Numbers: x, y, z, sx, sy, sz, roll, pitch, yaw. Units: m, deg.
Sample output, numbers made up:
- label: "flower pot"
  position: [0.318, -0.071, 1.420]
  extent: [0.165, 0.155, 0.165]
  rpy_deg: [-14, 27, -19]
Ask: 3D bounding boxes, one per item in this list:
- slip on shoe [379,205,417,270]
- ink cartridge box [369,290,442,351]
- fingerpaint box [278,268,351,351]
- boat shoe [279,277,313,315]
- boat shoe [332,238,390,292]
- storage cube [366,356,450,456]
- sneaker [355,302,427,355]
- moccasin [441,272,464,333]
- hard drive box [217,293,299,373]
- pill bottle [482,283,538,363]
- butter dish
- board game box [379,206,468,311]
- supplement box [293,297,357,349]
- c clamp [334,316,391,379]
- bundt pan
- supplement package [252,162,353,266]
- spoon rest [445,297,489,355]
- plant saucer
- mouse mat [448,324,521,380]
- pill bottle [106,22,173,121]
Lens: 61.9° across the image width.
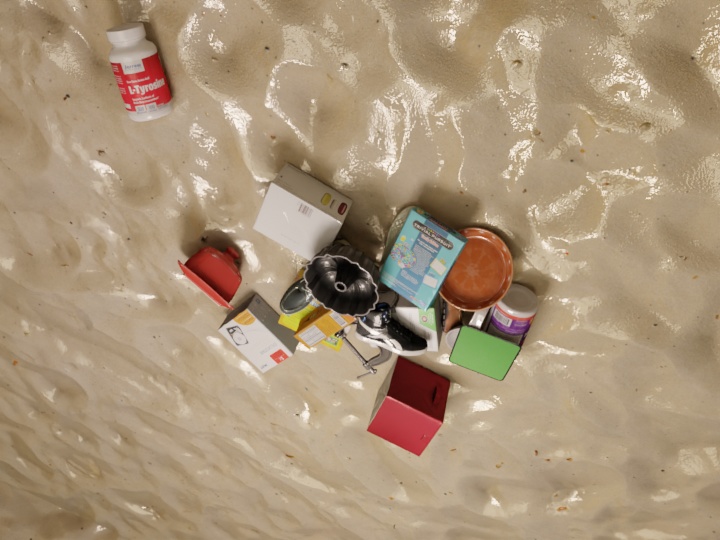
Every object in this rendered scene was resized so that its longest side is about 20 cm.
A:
- label: "slip on shoe"
  position: [0.103, -0.073, 1.522]
  extent: [0.073, 0.061, 0.203]
  rpy_deg: [27, 115, 15]
- label: "ink cartridge box"
  position: [0.118, 0.135, 1.640]
  extent: [0.196, 0.085, 0.148]
  rpy_deg: [2, 124, 17]
- label: "fingerpaint box"
  position: [-0.115, 0.114, 1.707]
  extent: [0.197, 0.074, 0.168]
  rpy_deg: [25, 128, -1]
- label: "boat shoe"
  position: [-0.136, 0.042, 1.599]
  extent: [0.073, 0.199, 0.062]
  rpy_deg: [52, 166, 6]
- label: "boat shoe"
  position: [-0.004, 0.004, 1.592]
  extent: [0.201, 0.075, 0.075]
  rpy_deg: [35, 126, -11]
- label: "storage cube"
  position: [0.140, 0.399, 1.762]
  extent: [0.177, 0.172, 0.202]
  rpy_deg: [25, 128, -1]
- label: "sneaker"
  position: [0.087, 0.147, 1.561]
  extent: [0.196, 0.073, 0.114]
  rpy_deg: [13, 119, 4]
- label: "moccasin"
  position: [0.255, 0.082, 1.571]
  extent: [0.076, 0.074, 0.205]
  rpy_deg: [-1, 121, 1]
- label: "hard drive box"
  position: [-0.305, 0.193, 1.821]
  extent: [0.155, 0.077, 0.200]
  rpy_deg: [-33, 109, 33]
- label: "pill bottle"
  position: [0.377, 0.143, 1.546]
  extent: [0.109, 0.112, 0.203]
  rpy_deg: [15, 130, 7]
- label: "butter dish"
  position: [-0.401, -0.001, 1.685]
  extent: [0.200, 0.148, 0.199]
  rpy_deg: [43, 169, -13]
- label: "board game box"
  position: [0.148, -0.027, 1.455]
  extent: [0.150, 0.047, 0.202]
  rpy_deg: [33, 115, 13]
- label: "supplement box"
  position: [-0.091, 0.134, 1.626]
  extent: [0.199, 0.067, 0.069]
  rpy_deg: [-32, 113, 33]
- label: "c clamp"
  position: [-0.003, 0.215, 1.671]
  extent: [0.169, 0.027, 0.201]
  rpy_deg: [-24, 111, 35]
- label: "bundt pan"
  position: [-0.036, 0.015, 1.476]
  extent: [0.198, 0.076, 0.204]
  rpy_deg: [14, 136, 14]
- label: "supplement package"
  position: [-0.145, -0.142, 1.516]
  extent: [0.198, 0.112, 0.157]
  rpy_deg: [29, 128, -5]
- label: "spoon rest"
  position: [0.281, 0.152, 1.543]
  extent: [0.098, 0.061, 0.202]
  rpy_deg: [23, 132, 7]
- label: "plant saucer"
  position: [0.276, -0.002, 1.474]
  extent: [0.196, 0.032, 0.205]
  rpy_deg: [-1, 86, 18]
- label: "mouse mat"
  position: [0.319, 0.217, 1.560]
  extent: [0.158, 0.008, 0.201]
  rpy_deg: [20, 146, 10]
- label: "pill bottle"
  position: [-0.521, -0.467, 1.411]
  extent: [0.110, 0.113, 0.203]
  rpy_deg: [2, 125, 16]
